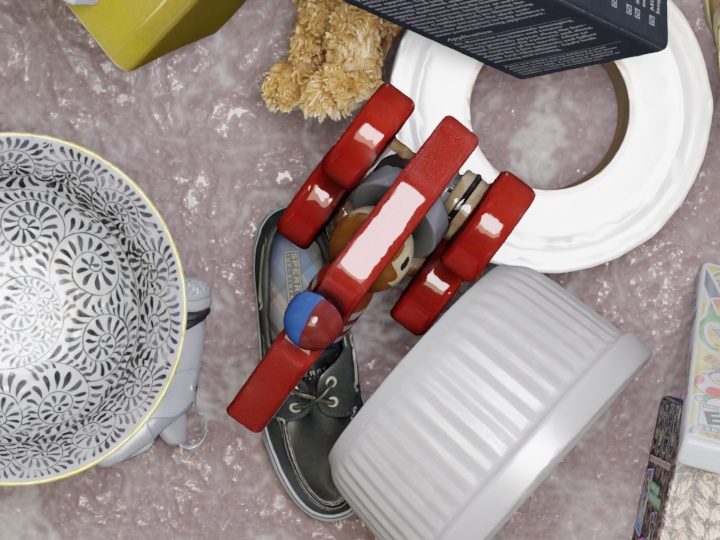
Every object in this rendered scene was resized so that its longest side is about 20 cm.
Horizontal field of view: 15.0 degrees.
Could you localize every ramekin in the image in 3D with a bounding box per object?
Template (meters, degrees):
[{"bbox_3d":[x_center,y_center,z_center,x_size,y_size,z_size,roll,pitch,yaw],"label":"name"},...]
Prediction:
[{"bbox_3d":[0.071,0.088,1.631,0.105,0.200,0.200,42,90,6],"label":"ramekin"}]

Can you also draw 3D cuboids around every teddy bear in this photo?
[{"bbox_3d":[0.004,-0.177,1.656,0.067,0.145,0.200,34,96,-24],"label":"teddy bear"}]

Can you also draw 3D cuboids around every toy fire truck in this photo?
[{"bbox_3d":[0.000,0.000,1.570,0.112,0.200,0.168,36,59,-2],"label":"toy fire truck"}]

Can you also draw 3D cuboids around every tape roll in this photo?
[{"bbox_3d":[0.113,-0.099,1.688,0.202,0.071,0.203,0,92,-1],"label":"tape roll"}]

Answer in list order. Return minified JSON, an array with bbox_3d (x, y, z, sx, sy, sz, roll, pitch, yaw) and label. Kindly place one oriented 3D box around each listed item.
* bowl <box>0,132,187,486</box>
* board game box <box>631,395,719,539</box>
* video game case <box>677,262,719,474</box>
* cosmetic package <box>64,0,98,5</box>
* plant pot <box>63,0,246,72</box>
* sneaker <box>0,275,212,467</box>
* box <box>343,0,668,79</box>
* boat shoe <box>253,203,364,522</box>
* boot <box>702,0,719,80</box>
[{"bbox_3d":[-0.205,0.023,1.597,0.200,0.094,0.202,0,89,-10],"label":"bowl"},{"bbox_3d":[0.248,0.192,1.681,0.159,0.097,0.201,11,90,-1],"label":"board game box"},{"bbox_3d":[0.294,0.077,1.647,0.199,0.182,0.023,14,127,1],"label":"video game case"},{"bbox_3d":[-0.145,-0.254,1.474,0.101,0.071,0.200,28,97,2],"label":"cosmetic package"},{"bbox_3d":[-0.108,-0.260,1.594,0.176,0.200,0.200,-38,91,18],"label":"plant pot"},{"bbox_3d":[-0.188,0.065,1.681,0.199,0.075,0.115,-4,88,-4],"label":"sneaker"},{"bbox_3d":[0.079,-0.209,1.542,0.107,0.200,0.149,-9,73,36],"label":"box"},{"bbox_3d":[-0.034,0.059,1.694,0.068,0.057,0.201,-10,91,-1],"label":"boat shoe"},{"bbox_3d":[0.254,-0.132,1.647,0.072,0.155,0.201,-3,91,-1],"label":"boot"}]
